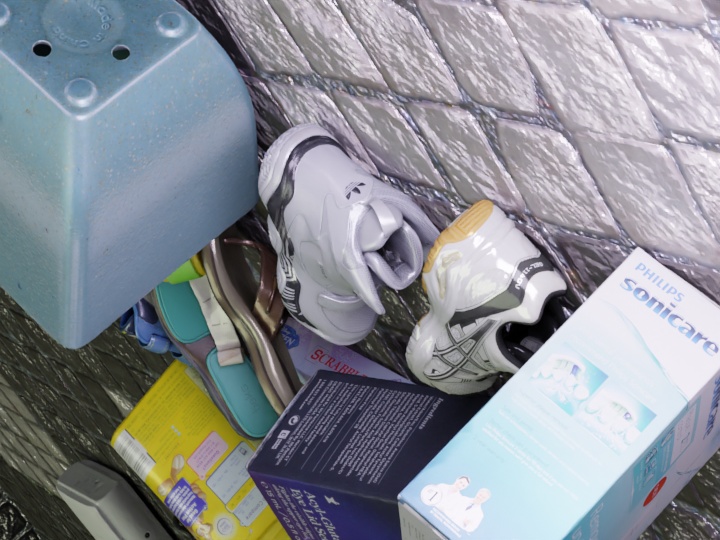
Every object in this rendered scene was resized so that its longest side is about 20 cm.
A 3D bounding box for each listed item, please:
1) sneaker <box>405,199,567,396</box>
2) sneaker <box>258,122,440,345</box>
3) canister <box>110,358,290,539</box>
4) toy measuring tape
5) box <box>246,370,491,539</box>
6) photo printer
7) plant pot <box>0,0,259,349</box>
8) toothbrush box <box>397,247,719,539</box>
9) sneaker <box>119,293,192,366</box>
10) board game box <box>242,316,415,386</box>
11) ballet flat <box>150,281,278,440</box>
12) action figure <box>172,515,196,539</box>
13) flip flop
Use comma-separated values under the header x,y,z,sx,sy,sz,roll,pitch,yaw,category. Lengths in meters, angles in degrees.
x,y,z,sx,sy,sz,roll,pitch,yaw,category
0.082,0.042,1.268,0.088,0.076,0.200,40,161,19,sneaker
0.000,0.000,1.363,0.115,0.075,0.201,37,156,35,sneaker
-0.119,0.182,1.897,0.200,0.149,0.086,46,-164,13,canister
-0.135,0.007,1.649,0.073,0.073,0.201,23,138,50,toy measuring tape
0.043,0.168,1.482,0.199,0.105,0.149,6,137,43,box
-0.322,0.363,2.839,0.201,0.069,0.166,55,160,-24,photo printer
-0.189,-0.111,1.397,0.196,0.196,0.201,41,151,16,plant pot
0.117,0.108,1.131,0.085,0.200,0.147,37,159,21,toothbrush box
-0.167,0.048,1.824,0.200,0.082,0.074,49,160,-12,sneaker
0.011,0.141,1.685,0.199,0.041,0.201,27,153,46,board game box
-0.127,0.054,1.755,0.201,0.073,0.073,62,159,-10,ballet flat
-0.102,0.222,2.013,0.200,0.101,0.120,-48,52,35,action figure
-0.071,0.027,1.593,0.081,0.057,0.201,-48,-65,-77,flip flop
